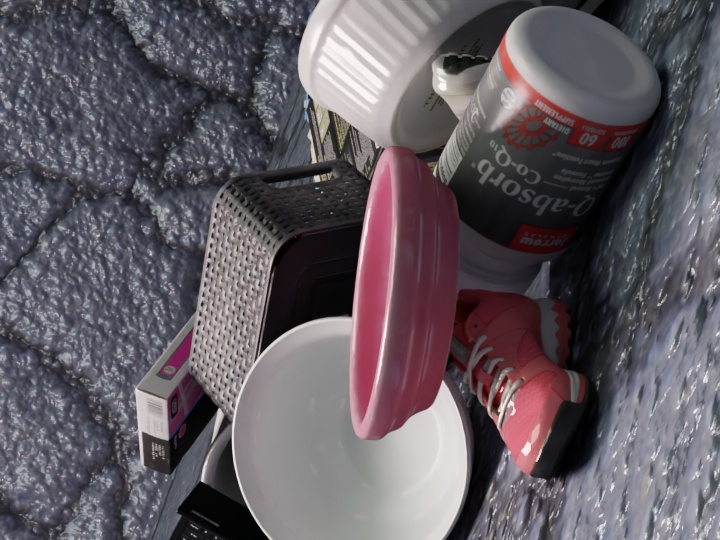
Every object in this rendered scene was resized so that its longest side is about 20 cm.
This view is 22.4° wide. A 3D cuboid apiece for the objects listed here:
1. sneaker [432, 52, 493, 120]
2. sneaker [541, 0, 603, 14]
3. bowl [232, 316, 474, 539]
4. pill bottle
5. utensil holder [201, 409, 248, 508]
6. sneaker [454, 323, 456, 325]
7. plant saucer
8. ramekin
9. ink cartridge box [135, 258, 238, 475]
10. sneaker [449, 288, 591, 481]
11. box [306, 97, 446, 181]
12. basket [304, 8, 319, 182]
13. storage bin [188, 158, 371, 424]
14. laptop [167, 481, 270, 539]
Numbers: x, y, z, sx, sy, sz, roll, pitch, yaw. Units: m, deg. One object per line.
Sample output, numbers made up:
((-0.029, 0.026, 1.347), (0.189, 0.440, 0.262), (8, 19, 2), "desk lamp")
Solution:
((0.111, -0.117, 1.389), (0.200, 0.075, 0.081), (14, -93, -61), "sneaker")
((0.161, -0.239, 1.469), (0.076, 0.080, 0.200), (-61, 5, -32), "sneaker")
((0.009, 0.130, 1.394), (0.090, 0.201, 0.201), (-8, -56, -62), "bowl")
((0.120, -0.077, 1.292), (0.116, 0.116, 0.200), (-81, 14, -50), "pill bottle")
((-0.052, 0.152, 1.640), (0.200, 0.170, 0.170), (-93, 25, -70), "utensil holder")
((0.070, 0.025, 1.576), (0.082, 0.077, 0.200), (-44, -5, -34), "sneaker")
((0.030, 0.017, 1.243), (0.201, 0.051, 0.201), (-175, 90, -84), "plant saucer")
((0.056, -0.181, 1.435), (0.202, 0.094, 0.202), (-35, -24, -18), "ramekin")
((-0.130, 0.075, 1.572), (0.095, 0.037, 0.200), (92, -158, -43), "ink cartridge box")
((0.095, 0.072, 1.206), (0.200, 0.087, 0.074), (-91, 22, -66), "sneaker")
((0.023, -0.129, 1.663), (0.164, 0.086, 0.200), (113, 154, -45), "box")
((0.029, -0.166, 1.856), (0.139, 0.176, 0.200), (-87, 1, -72), "basket")
((-0.048, 0.025, 1.455), (0.094, 0.135, 0.200), (42, 132, 41), "storage bin")
((-0.085, 0.264, 1.502), (0.200, 0.177, 0.103), (-61, -2, 42), "laptop")
